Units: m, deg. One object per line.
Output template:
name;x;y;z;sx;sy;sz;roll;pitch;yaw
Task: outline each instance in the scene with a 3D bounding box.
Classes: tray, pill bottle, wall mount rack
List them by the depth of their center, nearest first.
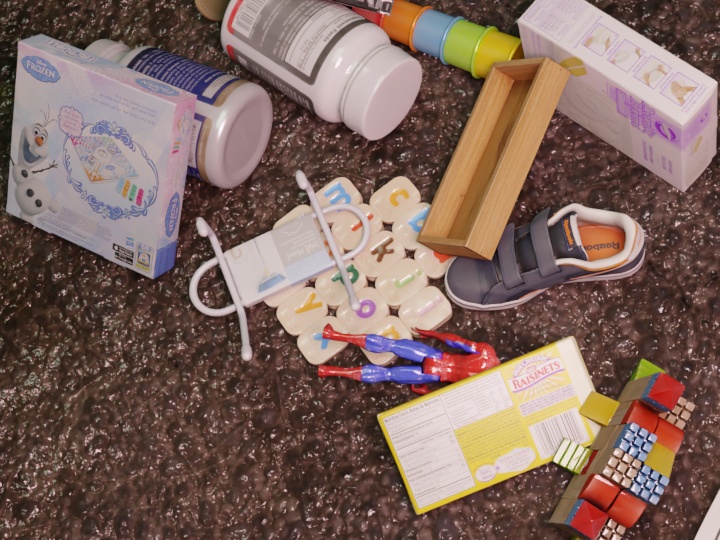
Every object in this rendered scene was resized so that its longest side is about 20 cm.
tray;0.130;-0.110;1.455;0.099;0.037;0.201;9;72;63
wall mount rack;-0.079;0.002;1.480;0.199;0.075;0.174;-25;65;3
pill bottle;-0.040;-0.227;1.562;0.200;0.114;0.114;35;79;23
pill bottle;-0.203;-0.171;1.576;0.200;0.116;0.116;23;74;20

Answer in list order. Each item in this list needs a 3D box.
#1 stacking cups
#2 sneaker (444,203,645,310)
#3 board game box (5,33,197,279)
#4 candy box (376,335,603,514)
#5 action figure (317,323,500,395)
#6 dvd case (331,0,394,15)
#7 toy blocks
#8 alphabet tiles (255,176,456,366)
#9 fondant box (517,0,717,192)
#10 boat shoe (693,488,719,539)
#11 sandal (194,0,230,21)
stacking cups;0.080;-0.246;1.576;0.200;0.061;0.061;22;74;23
sneaker;0.176;-0.018;1.438;0.199;0.079;0.079;-14;68;4
board game box;-0.273;-0.119;1.541;0.200;0.200;0.043;23;31;20
candy box;0.126;0.145;1.397;0.199;0.026;0.103;-22;85;3
action figure;0.062;0.090;1.436;0.199;0.052;0.066;8;90;7
dvd case;-0.060;-0.326;1.576;0.199;0.022;0.146;14;28;-4
toy blocks;0.234;0.170;1.304;0.100;0.137;0.200;31;82;2
alphabet tiles;0.000;0.000;1.512;0.195;0.015;0.200;-37;64;-4
fondant box;0.253;-0.179;1.457;0.200;0.144;0.058;36;79;24
boat shoe;0.326;0.247;1.301;0.064;0.071;0.200;24;73;22
sandal;-0.144;-0.361;1.682;0.070;0.078;0.212;-1;55;47
